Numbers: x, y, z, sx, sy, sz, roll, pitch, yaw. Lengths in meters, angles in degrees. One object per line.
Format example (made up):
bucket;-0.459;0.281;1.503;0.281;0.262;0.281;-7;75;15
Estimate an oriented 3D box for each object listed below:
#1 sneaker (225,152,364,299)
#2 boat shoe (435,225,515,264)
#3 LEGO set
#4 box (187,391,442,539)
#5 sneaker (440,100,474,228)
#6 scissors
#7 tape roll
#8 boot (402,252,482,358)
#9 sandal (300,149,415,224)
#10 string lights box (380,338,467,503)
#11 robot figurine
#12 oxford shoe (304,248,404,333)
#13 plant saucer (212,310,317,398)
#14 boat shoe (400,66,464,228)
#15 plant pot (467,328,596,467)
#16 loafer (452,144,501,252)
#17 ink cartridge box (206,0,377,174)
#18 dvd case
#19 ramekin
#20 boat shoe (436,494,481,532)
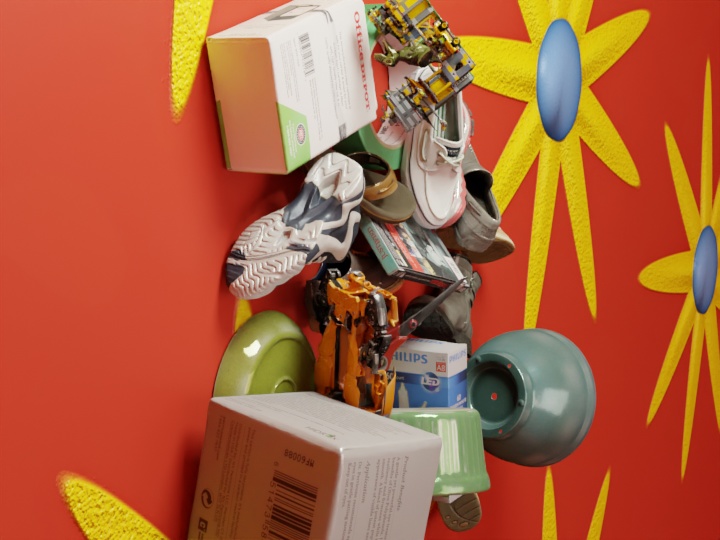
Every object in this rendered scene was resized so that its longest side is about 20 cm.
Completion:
sneaker;-0.065;-0.025;1.521;0.200;0.079;0.130;-54;157;-20
boat shoe;0.157;-0.061;1.915;0.200;0.073;0.070;25;45;-60
LEGO set;0.049;-0.231;1.549;0.154;0.116;0.200;52;2;-9
box;-0.051;0.245;1.422;0.171;0.199;0.200;2;101;-49
sneaker;0.096;-0.161;1.773;0.087;0.073;0.201;23;61;-48
scissors;0.057;0.078;1.704;0.199;0.014;0.074;-27;113;-12
tape roll;0.022;-0.225;1.678;0.200;0.048;0.202;-16;109;-58
boot;0.114;0.033;1.873;0.200;0.067;0.132;45;50;-62
sandal;0.005;-0.111;1.602;0.199;0.054;0.081;25;33;-44
string lights box;0.084;0.193;1.792;0.059;0.102;0.201;-19;110;-57
robot figurine;-0.005;0.095;1.535;0.058;0.145;0.201;-7;111;-33
oxford shoe;0.000;0.000;1.652;0.200;0.071;0.073;-43;124;-50
plant saucer;-0.097;0.146;1.540;0.200;0.031;0.202;-14;106;-58
boat shoe;0.094;-0.151;1.685;0.073;0.067;0.201;-11;99;-38
plant pot;0.215;0.178;1.936;0.134;0.199;0.202;9;86;-54
loafer;0.149;-0.115;1.825;0.070;0.070;0.201;15;44;-30
ink cartridge box;-0.070;-0.205;1.482;0.200;0.084;0.146;-38;126;-53
dvd case;0.053;-0.044;1.698;0.200;0.022;0.146;11;44;-60
ramekin;0.058;0.218;1.664;0.200;0.199;0.098;7;81;-60
boat shoe;0.121;0.263;1.916;0.068;0.072;0.201;-102;179;-76
